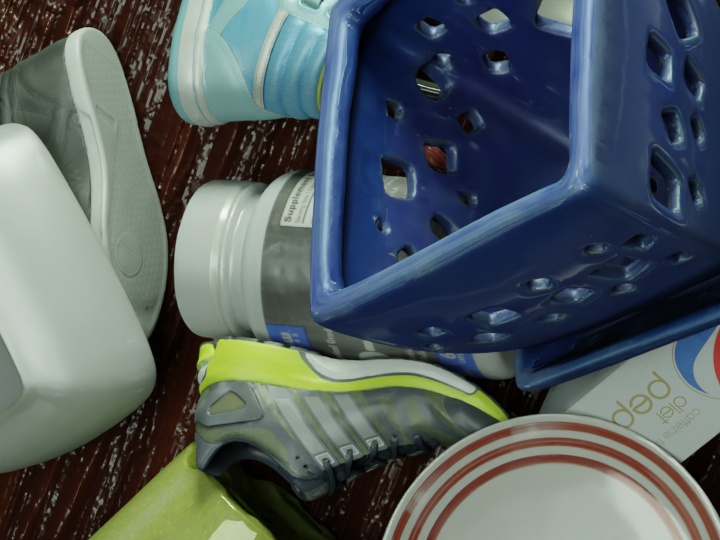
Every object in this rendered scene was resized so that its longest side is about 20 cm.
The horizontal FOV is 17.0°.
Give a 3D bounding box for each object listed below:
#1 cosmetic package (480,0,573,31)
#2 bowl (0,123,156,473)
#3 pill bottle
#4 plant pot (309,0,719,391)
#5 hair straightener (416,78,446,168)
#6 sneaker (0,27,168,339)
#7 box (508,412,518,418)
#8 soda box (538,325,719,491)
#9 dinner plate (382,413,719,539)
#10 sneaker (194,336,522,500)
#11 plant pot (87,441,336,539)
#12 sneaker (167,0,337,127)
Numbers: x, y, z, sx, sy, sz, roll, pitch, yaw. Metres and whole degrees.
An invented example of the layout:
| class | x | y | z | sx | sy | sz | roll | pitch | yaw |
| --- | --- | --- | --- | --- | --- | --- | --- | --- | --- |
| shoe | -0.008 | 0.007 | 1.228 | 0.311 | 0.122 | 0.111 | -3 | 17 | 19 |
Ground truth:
| class | x | y | z | sx | sy | sz | roll | pitch | yaw |
| --- | --- | --- | --- | --- | --- | --- | --- | --- | --- |
| cosmetic package | 0.097 | -0.228 | 1.354 | 0.073 | 0.103 | 0.201 | -7 | 91 | 23 |
| bowl | -0.237 | 0.028 | 1.489 | 0.200 | 0.075 | 0.200 | -29 | 87 | 48 |
| pill bottle | 0.000 | 0.000 | 1.407 | 0.199 | 0.114 | 0.114 | 4 | 96 | 22 |
| plant pot | 0.105 | -0.058 | 1.239 | 0.200 | 0.179 | 0.201 | -25 | 50 | 41 |
| hair straightener | -0.018 | -0.129 | 1.453 | 0.199 | 0.041 | 0.077 | 23 | 84 | 25 |
| sneaker | -0.185 | -0.043 | 1.509 | 0.099 | 0.071 | 0.201 | -14 | 86 | 27 |
| box | 0.103 | 0.205 | 1.377 | 0.200 | 0.050 | 0.158 | 42 | 75 | 13 |
| soda box | 0.181 | 0.050 | 1.326 | 0.068 | 0.064 | 0.200 | 40 | 127 | -7 |
| dinner plate | 0.107 | 0.179 | 1.327 | 0.199 | 0.024 | 0.201 | 0 | 88 | 2 |
| sneaker | -0.004 | 0.094 | 1.377 | 0.199 | 0.074 | 0.081 | 6 | 70 | 18 |
| plant pot | -0.107 | 0.211 | 1.443 | 0.200 | 0.200 | 0.184 | 41 | 97 | 14 |
| sneaker | -0.032 | -0.178 | 1.407 | 0.130 | 0.079 | 0.201 | 7 | 87 | 25 |
